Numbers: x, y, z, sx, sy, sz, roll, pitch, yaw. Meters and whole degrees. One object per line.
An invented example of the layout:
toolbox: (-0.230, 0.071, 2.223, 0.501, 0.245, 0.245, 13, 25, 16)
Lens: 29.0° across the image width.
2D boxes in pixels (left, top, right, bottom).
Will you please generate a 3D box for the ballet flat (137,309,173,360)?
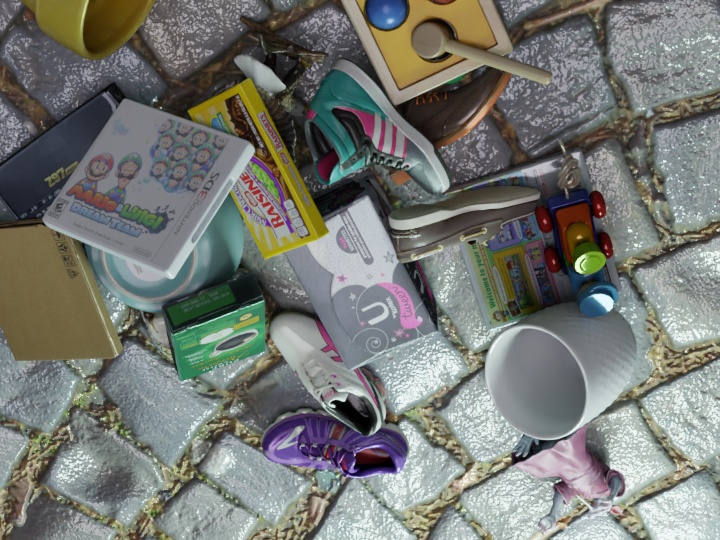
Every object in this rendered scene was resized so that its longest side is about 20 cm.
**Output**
ballet flat: (-0.260, 0.039, 1.781, 0.072, 0.072, 0.201, -13, 110, 7)

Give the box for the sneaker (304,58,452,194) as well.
sneaker: (0.008, -0.134, 1.615, 0.200, 0.084, 0.121, 46, 75, -16)

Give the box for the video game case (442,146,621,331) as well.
video game case: (0.218, -0.038, 1.764, 0.181, 0.022, 0.201, -17, 110, 8)

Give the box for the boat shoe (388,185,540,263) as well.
boat shoe: (0.129, -0.058, 1.684, 0.199, 0.072, 0.060, -14, 108, -22)

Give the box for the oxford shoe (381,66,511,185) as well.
oxford shoe: (0.096, -0.190, 1.684, 0.200, 0.071, 0.073, -40, 101, 15)

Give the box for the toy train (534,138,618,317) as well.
toy train: (0.260, -0.046, 1.657, 0.084, 0.116, 0.200, -15, 133, 4)

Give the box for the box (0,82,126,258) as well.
box: (-0.340, -0.114, 1.734, 0.200, 0.051, 0.158, -32, 106, 12)

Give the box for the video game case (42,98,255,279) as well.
video game case: (-0.246, -0.099, 1.602, 0.199, 0.024, 0.182, 21, 71, 30)

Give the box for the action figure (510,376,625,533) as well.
action figure: (0.285, 0.260, 1.852, 0.134, 0.149, 0.200, -16, 133, 38)

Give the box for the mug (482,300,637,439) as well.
mug: (0.243, 0.116, 1.745, 0.200, 0.175, 0.148, -14, 96, 42)

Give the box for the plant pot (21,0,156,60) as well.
plant pot: (-0.336, -0.369, 1.573, 0.188, 0.201, 0.201, 29, 110, 8)

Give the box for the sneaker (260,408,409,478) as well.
sneaker: (-0.034, 0.234, 1.841, 0.199, 0.083, 0.081, 1, 111, 2)

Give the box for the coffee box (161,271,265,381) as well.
coffee box: (-0.179, 0.073, 1.718, 0.123, 0.200, 0.044, -21, 72, -10)

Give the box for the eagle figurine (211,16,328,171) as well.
eagle figurine: (-0.111, -0.181, 1.665, 0.150, 0.152, 0.201, 14, 107, -25)

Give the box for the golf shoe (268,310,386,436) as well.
golf shoe: (-0.040, 0.131, 1.798, 0.200, 0.092, 0.073, 43, 108, -12)

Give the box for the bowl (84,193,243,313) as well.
bowl: (-0.245, -0.032, 1.671, 0.200, 0.105, 0.202, 0, 104, 2)

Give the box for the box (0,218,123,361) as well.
box: (-0.406, 0.027, 1.768, 0.163, 0.021, 0.201, -3, 120, 24)

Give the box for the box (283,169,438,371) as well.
box: (0.000, 0.000, 1.734, 0.132, 0.115, 0.201, -24, 109, 11)

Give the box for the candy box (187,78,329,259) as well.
candy box: (-0.120, -0.116, 1.620, 0.102, 0.026, 0.201, -18, 103, 46)

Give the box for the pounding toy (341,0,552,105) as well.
pounding toy: (0.096, -0.284, 1.609, 0.184, 0.142, 0.201, -24, 108, 11)
